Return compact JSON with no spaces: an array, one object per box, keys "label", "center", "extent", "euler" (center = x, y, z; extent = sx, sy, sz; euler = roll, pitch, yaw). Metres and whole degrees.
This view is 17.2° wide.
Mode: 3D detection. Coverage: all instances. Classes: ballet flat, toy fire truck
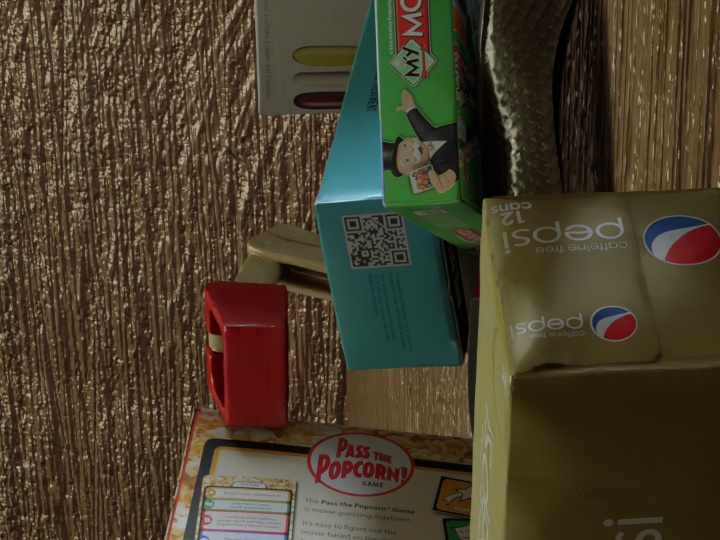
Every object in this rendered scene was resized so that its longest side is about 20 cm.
[{"label":"ballet flat","center":[0.063,-0.037,0.804],"extent":[0.067,0.046,0.201],"euler":[27,-115,-75]},{"label":"toy fire truck","center":[0.000,0.000,1.071],"extent":[0.200,0.140,0.049],"euler":[-98,7,-65]}]

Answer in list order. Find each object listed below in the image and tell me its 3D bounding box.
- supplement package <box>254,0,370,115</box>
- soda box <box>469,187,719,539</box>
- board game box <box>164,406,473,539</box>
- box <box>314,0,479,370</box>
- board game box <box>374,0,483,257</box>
[{"label":"supplement package","center":[-0.021,-0.230,1.657],"extent":[0.201,0.110,0.156],"euler":[90,177,-52]},{"label":"soda box","center":[0.062,0.076,0.621],"extent":[0.068,0.064,0.201],"euler":[-95,3,-49]},{"label":"board game box","center":[-0.007,0.137,0.934],"extent":[0.200,0.150,0.047],"euler":[-80,-4,-56]},{"label":"box","center":[0.024,-0.049,1.004],"extent":[0.200,0.049,0.083],"euler":[-76,-20,-56]},{"label":"board game box","center":[0.038,-0.080,0.885],"extent":[0.200,0.029,0.136],"euler":[24,-116,-77]}]
